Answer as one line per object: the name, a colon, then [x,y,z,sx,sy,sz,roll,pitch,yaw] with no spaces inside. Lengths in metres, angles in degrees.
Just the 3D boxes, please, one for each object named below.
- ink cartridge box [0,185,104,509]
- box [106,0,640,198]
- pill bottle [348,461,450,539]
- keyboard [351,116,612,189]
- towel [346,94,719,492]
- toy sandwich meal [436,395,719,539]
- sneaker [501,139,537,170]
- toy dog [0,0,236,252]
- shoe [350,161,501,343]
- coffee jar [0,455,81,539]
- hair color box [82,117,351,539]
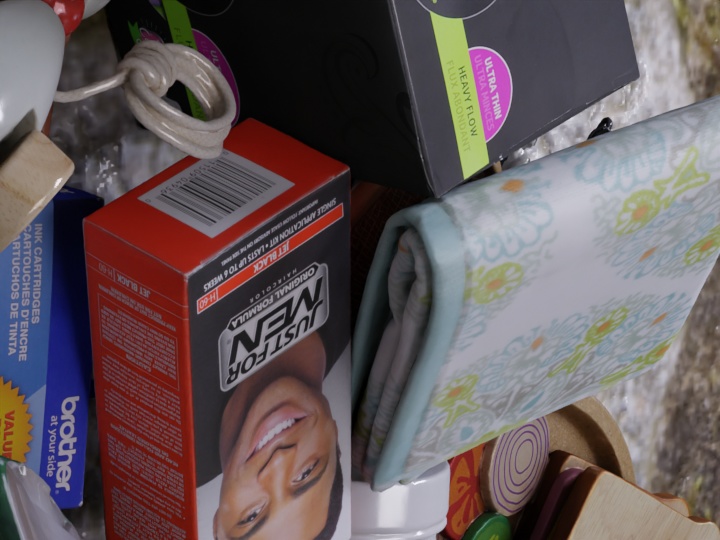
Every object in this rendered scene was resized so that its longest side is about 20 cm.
ink cartridge box: [-0.182,0.031,1.115,0.200,0.076,0.137,-5,104,-43]
box: [-0.007,-0.133,1.146,0.124,0.200,0.149,-32,120,-33]
pill bottle: [-0.005,0.184,1.286,0.111,0.111,0.200,-6,104,-41]
keyboard: [0.051,-0.048,1.266,0.127,0.021,0.200,22,102,-1]
towel: [0.077,0.008,1.180,0.171,0.048,0.200,-24,155,-24]
toy sandwich meal: [0.094,0.151,1.394,0.205,0.070,0.205,-12,108,-40]
sneaker: [0.045,-0.100,1.303,0.083,0.081,0.200,13,98,-12]
toy dog: [-0.150,-0.066,1.060,0.132,0.096,0.200,57,30,5]
shoe: [0.000,0.000,1.217,0.070,0.053,0.200,14,132,-22]
coffee jar: [-0.197,0.161,1.058,0.200,0.104,0.085,-30,144,5]
hair color box: [-0.056,0.049,1.146,0.101,0.061,0.200,-35,139,-37]
